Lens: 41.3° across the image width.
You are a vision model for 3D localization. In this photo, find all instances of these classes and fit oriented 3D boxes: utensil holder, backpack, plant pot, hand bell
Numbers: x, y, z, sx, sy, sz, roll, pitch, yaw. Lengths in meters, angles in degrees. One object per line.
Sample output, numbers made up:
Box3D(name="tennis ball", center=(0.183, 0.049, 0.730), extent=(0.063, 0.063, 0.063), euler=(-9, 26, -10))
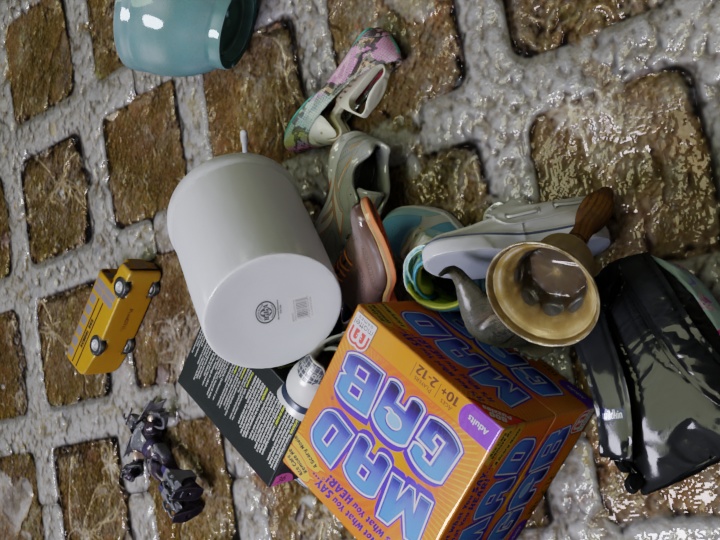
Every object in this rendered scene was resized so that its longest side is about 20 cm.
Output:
Box3D(name="utensil holder", center=(-0.124, -0.012, 1.094), extent=(0.171, 0.169, 0.201), euler=(-57, 35, 23))
Box3D(name="backpack", center=(0.280, 0.085, 0.885), extent=(0.166, 0.126, 0.201), euler=(-33, 66, 20))
Box3D(name="plant pot", center=(-0.219, -0.344, 1.273), extent=(0.133, 0.200, 0.202), euler=(21, 104, 9))
Box3D(name="hand bell", center=(0.202, -0.026, 0.894), extent=(0.103, 0.200, 0.105), euler=(17, 127, 24))

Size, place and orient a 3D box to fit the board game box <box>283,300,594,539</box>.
Box3D(name="board game box", center=(0.083, 0.169, 0.998), extent=(0.199, 0.199, 0.201), euler=(39, 113, 32))

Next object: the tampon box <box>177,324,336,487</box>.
Box3D(name="tampon box", center=(-0.097, 0.140, 1.172), extent=(0.200, 0.149, 0.127), euler=(43, 119, 31))

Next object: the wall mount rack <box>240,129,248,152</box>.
Box3D(name="wall mount rack", center=(-0.148, -0.077, 1.269), extent=(0.174, 0.074, 0.200), euler=(-51, 61, 25))

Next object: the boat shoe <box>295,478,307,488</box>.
Box3D(name="boat shoe", center=(-0.109, 0.224, 1.237), extent=(0.200, 0.071, 0.068), euler=(42, 113, 34))

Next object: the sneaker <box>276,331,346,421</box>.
Box3D(name="sneaker", center=(-0.005, 0.100, 1.071), extent=(0.076, 0.199, 0.081), euler=(38, 126, 19))

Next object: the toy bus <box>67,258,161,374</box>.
Box3D(name="toy bus", center=(-0.378, 0.067, 1.463), extent=(0.078, 0.065, 0.201), euler=(42, 115, 33))

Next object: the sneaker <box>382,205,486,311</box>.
Box3D(name="sneaker", center=(0.071, -0.019, 1.053), extent=(0.199, 0.130, 0.080), euler=(31, 109, 36))

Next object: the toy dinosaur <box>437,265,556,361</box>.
Box3D(name="toy dinosaur", center=(0.151, 0.042, 0.940), extent=(0.077, 0.199, 0.103), euler=(44, 116, 40))

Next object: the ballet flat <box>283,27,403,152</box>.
Box3D(name="ballet flat", center=(-0.021, -0.205, 1.174), extent=(0.200, 0.069, 0.071), euler=(-47, 63, 24))

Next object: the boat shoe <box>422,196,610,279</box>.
Box3D(name="boat shoe", center=(0.153, -0.037, 0.968), extent=(0.074, 0.198, 0.066), euler=(116, 145, -60))

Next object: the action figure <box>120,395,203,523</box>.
Box3D(name="action figure", center=(-0.298, 0.271, 1.395), extent=(0.200, 0.069, 0.131), euler=(44, 125, 35))

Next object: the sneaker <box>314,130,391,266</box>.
Box3D(name="sneaker", center=(-0.007, -0.066, 1.135), extent=(0.092, 0.075, 0.202), euler=(-163, 78, -65))

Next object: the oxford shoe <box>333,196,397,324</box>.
Box3D(name="oxford shoe", center=(0.000, 0.000, 1.077), extent=(0.201, 0.072, 0.072), euler=(82, 174, -48))
